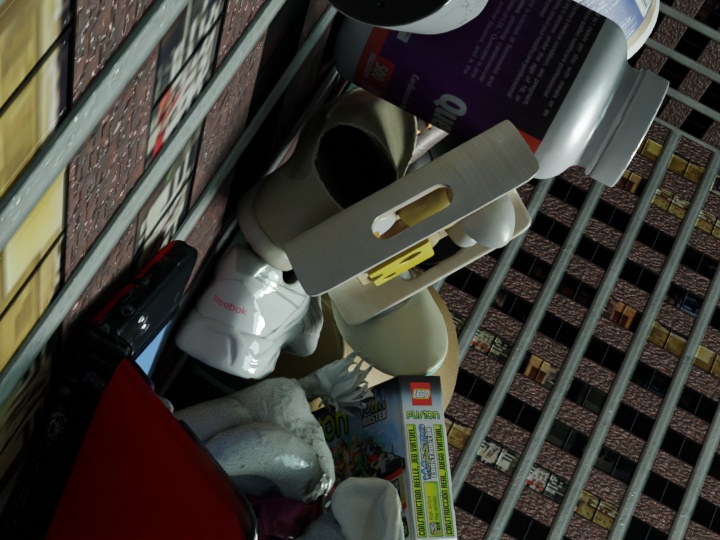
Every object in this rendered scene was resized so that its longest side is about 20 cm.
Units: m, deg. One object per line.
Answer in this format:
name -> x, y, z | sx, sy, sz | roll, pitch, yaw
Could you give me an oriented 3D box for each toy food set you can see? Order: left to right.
toy food set -> 0.040, -0.015, 0.852 | 0.143, 0.060, 0.200 | -29, 170, 1

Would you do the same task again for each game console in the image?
game console -> -0.103, 0.116, 0.687 | 0.200, 0.119, 0.172 | -63, 177, 30

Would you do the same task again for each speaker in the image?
speaker -> 0.026, -0.161, 0.725 | 0.081, 0.081, 0.200 | -62, 177, 12

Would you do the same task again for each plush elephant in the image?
plush elephant -> -0.053, 0.157, 0.898 | 0.200, 0.155, 0.165 | -22, 165, -19

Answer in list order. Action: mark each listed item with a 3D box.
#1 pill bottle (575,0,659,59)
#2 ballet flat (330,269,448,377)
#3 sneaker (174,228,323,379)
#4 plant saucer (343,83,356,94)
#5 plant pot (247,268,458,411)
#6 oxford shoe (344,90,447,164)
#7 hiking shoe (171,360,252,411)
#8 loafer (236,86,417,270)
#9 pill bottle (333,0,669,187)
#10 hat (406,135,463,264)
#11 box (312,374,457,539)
pill bottle -> 0.128, -0.227, 0.979 | 0.111, 0.111, 0.200 | -61, 146, -10
ballet flat -> 0.000, 0.000, 1.003 | 0.070, 0.069, 0.200 | -63, -146, 21
sneaker -> -0.054, 0.006, 0.951 | 0.200, 0.078, 0.099 | -53, 167, -77
plant saucer -> -0.014, -0.084, 1.160 | 0.200, 0.036, 0.200 | -62, 177, -7
plant pot -> -0.028, 0.067, 1.159 | 0.187, 0.186, 0.200 | -62, 165, 2
oxford shoe -> 0.038, -0.120, 1.036 | 0.200, 0.071, 0.073 | -42, -169, -33
hiking shoe -> -0.123, 0.134, 1.087 | 0.087, 0.074, 0.200 | -53, 164, -21
loafer -> -0.004, -0.067, 0.912 | 0.068, 0.076, 0.200 | -24, -161, 36
pill bottle -> 0.090, -0.133, 0.913 | 0.113, 0.200, 0.112 | -61, 177, -6
hat -> 0.035, -0.093, 1.317 | 0.081, 0.201, 0.201 | -9, 142, -32
box -> -0.005, 0.147, 0.997 | 0.200, 0.035, 0.110 | -30, -119, 56
